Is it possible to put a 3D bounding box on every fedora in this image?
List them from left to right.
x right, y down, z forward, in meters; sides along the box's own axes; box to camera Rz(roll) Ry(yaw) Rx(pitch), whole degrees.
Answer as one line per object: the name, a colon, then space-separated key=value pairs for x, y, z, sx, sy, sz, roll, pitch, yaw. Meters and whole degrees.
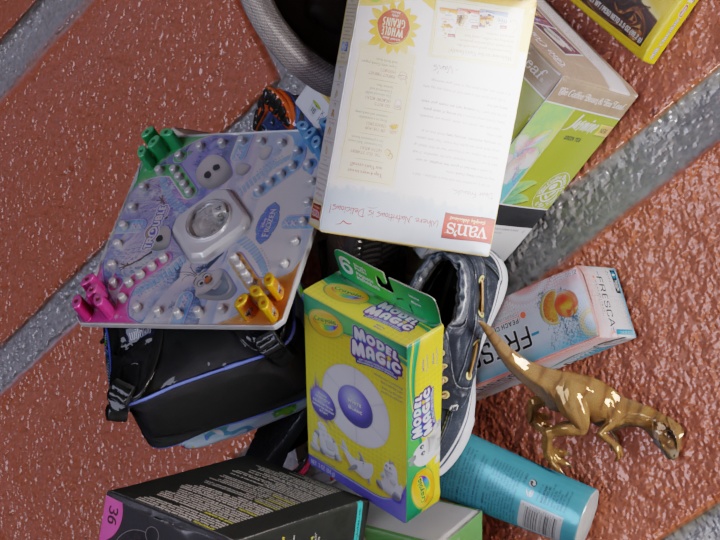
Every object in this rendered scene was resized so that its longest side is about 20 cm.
fedora: x=-0.025 y=-0.219 z=1.247 sx=0.090 sy=0.199 sz=0.178 roll=-10 pitch=51 yaw=62

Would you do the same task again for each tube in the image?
tube: x=0.100 y=0.172 z=1.331 sx=0.198 sy=0.050 sz=0.078 roll=21 pitch=103 yaw=20

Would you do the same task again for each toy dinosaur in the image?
toy dinosaur: x=0.165 y=0.101 z=1.286 sx=0.198 sy=0.061 sz=0.107 roll=24 pitch=128 yaw=-6

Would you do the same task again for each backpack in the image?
backpack: x=-0.131 y=0.043 z=1.366 sx=0.181 sy=0.147 sz=0.201 roll=-21 pitch=53 yaw=4

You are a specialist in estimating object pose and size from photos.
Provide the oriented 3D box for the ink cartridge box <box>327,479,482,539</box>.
ink cartridge box: x=0.025 y=0.295 z=1.353 sx=0.145 sy=0.084 sz=0.203 roll=8 pitch=110 yaw=31

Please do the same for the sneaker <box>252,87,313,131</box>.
sneaker: x=-0.025 y=-0.108 z=1.436 sx=0.200 sy=0.078 sz=0.076 roll=54 pitch=137 yaw=42

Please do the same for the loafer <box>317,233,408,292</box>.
loafer: x=0.000 y=0.000 z=1.330 sx=0.201 sy=0.072 sz=0.071 roll=104 pitch=146 yaw=-48

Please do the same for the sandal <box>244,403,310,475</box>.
sandal: x=-0.073 y=0.170 z=1.416 sx=0.201 sy=0.045 sz=0.075 roll=-61 pitch=21 yaw=10

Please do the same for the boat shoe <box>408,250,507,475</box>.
boat shoe: x=0.056 y=0.075 z=1.283 sx=0.070 sy=0.091 sz=0.203 roll=19 pitch=99 yaw=26

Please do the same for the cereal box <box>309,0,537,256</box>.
cereal box: x=0.047 y=-0.119 z=1.202 sx=0.039 sy=0.142 sz=0.203 roll=-148 pitch=68 yaw=-70

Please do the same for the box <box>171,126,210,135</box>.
box: x=-0.140 y=-0.019 z=1.523 sx=0.127 sy=0.108 sz=0.202 roll=31 pitch=107 yaw=32

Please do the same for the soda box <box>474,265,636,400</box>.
soda box: x=0.128 y=0.060 z=1.336 sx=0.199 sy=0.068 sz=0.064 roll=-25 pitch=73 yaw=35

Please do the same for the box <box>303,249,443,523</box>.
box: x=0.010 y=0.090 z=1.258 sx=0.117 sy=0.048 sz=0.202 roll=26 pitch=129 yaw=37

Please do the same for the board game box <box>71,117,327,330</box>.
board game box: x=-0.127 y=-0.042 z=1.314 sx=0.198 sy=0.026 sz=0.202 roll=0 pitch=55 yaw=26

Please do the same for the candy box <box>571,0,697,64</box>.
candy box: x=0.202 y=-0.272 z=1.323 sx=0.200 sy=0.026 sz=0.103 roll=46 pitch=111 yaw=30

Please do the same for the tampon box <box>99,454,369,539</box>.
tampon box: x=-0.104 y=0.245 z=1.239 sx=0.125 sy=0.199 sz=0.152 roll=15 pitch=99 yaw=29

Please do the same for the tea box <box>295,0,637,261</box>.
tea box: x=0.086 y=-0.145 z=1.339 sx=0.197 sy=0.133 sz=0.201 roll=-52 pitch=60 yaw=25

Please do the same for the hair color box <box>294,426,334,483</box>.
hair color box: x=-0.007 y=0.126 z=1.442 sx=0.110 sy=0.064 sz=0.202 roll=-21 pitch=74 yaw=34

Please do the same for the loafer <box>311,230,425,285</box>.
loafer: x=0.023 y=-0.016 z=1.424 sx=0.199 sy=0.069 sz=0.071 roll=26 pitch=101 yaw=53
